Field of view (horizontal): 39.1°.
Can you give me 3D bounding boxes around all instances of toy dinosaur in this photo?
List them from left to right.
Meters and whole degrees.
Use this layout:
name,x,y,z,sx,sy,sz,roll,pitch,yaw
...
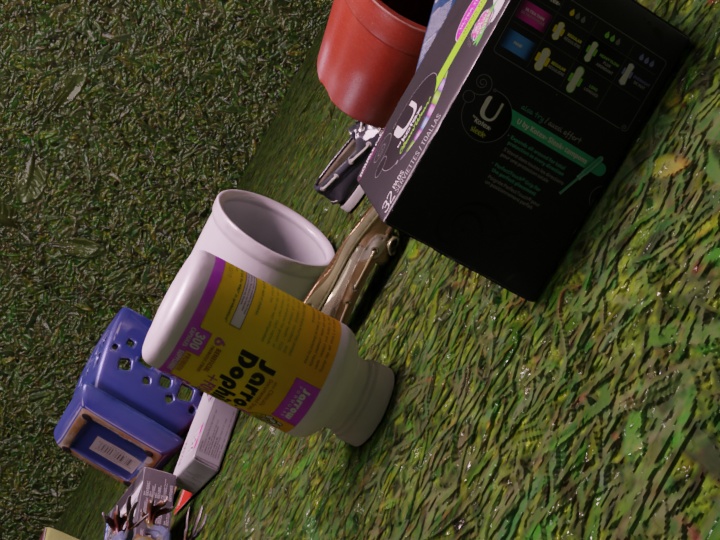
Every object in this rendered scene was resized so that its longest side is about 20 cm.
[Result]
name,x,y,z,sx,sy,sz,roll,pitch,yaw
toy dinosaur,-0.225,0.330,1.153,0.182,0.104,0.202,47,131,53

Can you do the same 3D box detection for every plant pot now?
name,x,y,z,sx,sy,sz,roll,pitch,yaw
plant pot,-0.350,0.212,1.571,0.200,0.199,0.181,-47,15,44
plant pot,0.047,-0.276,1.135,0.196,0.199,0.202,123,168,-56

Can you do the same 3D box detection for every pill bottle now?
name,x,y,z,sx,sy,sz,roll,pitch,yaw
pill bottle,-0.073,0.072,0.848,0.105,0.199,0.105,-56,15,24

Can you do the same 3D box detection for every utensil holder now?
name,x,y,z,sx,sy,sz,roll,pitch,yaw
utensil holder,-0.152,0.025,1.301,0.201,0.169,0.170,-58,14,20

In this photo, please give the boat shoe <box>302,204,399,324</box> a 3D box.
name,x,y,z,sx,sy,sz,roll,pitch,yaw
boat shoe,0.000,0.001,1.049,0.202,0.063,0.073,-55,2,1

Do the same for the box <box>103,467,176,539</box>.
name,x,y,z,sx,sy,sz,roll,pitch,yaw
box,-0.299,0.385,1.324,0.158,0.049,0.201,-50,30,42

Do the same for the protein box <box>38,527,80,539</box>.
name,x,y,z,sx,sy,sz,roll,pitch,yaw
protein box,-0.229,0.365,0.858,0.201,0.197,0.135,-62,14,0

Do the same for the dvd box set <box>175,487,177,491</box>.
name,x,y,z,sx,sy,sz,roll,pitch,yaw
dvd box set,-0.338,0.417,1.517,0.146,0.029,0.202,-37,29,62

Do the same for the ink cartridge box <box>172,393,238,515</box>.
name,x,y,z,sx,sy,sz,roll,pitch,yaw
ink cartridge box,-0.219,0.222,1.433,0.174,0.043,0.201,-46,21,45

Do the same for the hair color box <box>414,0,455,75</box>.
name,x,y,z,sx,sy,sz,roll,pitch,yaw
hair color box,0.111,-0.199,0.856,0.060,0.099,0.202,-29,43,64

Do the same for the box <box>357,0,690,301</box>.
name,x,y,z,sx,sy,sz,roll,pitch,yaw
box,0.104,-0.108,0.709,0.201,0.123,0.149,-61,14,10

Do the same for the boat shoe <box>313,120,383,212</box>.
name,x,y,z,sx,sy,sz,roll,pitch,yaw
boat shoe,0.009,-0.164,1.294,0.201,0.060,0.076,-56,15,24
